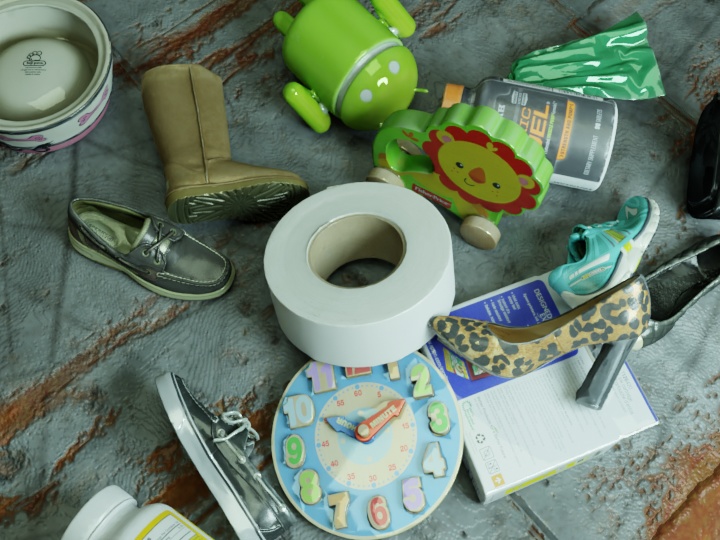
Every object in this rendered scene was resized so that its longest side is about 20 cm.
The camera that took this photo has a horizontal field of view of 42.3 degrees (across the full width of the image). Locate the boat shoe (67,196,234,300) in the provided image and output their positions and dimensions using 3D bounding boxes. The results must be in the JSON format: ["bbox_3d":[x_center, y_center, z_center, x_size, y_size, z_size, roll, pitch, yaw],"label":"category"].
[{"bbox_3d":[-0.235,-0.027,1.022,0.198,0.066,0.073,21,65,8],"label":"boat shoe"}]

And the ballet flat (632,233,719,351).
[{"bbox_3d":[0.342,0.017,1.022,0.199,0.057,0.067,-37,70,-17],"label":"ballet flat"}]

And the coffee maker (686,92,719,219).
[{"bbox_3d":[0.478,-0.092,1.035,0.196,0.135,0.195,5,65,1],"label":"coffee maker"}]

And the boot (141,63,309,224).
[{"bbox_3d":[-0.159,-0.155,1.085,0.172,0.066,0.202,-3,56,-19],"label":"boot"}]

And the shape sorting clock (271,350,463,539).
[{"bbox_3d":[0.005,0.166,0.938,0.196,0.039,0.203,-5,66,10],"label":"shape sorting clock"}]

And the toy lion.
[{"bbox_3d":[0.105,-0.115,1.003,0.198,0.192,0.069,27,66,12],"label":"toy lion"}]

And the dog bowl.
[{"bbox_3d":[-0.387,-0.229,1.110,0.196,0.074,0.203,0,65,-1],"label":"dog bowl"}]

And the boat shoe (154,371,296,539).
[{"bbox_3d":[-0.133,0.177,0.923,0.068,0.074,0.200,-32,70,-11],"label":"boat shoe"}]

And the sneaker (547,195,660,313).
[{"bbox_3d":[0.266,-0.028,1.006,0.079,0.078,0.200,34,47,10],"label":"sneaker"}]

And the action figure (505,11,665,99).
[{"bbox_3d":[0.259,-0.241,1.143,0.197,0.055,0.120,-12,67,1],"label":"action figure"}]

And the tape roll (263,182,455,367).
[{"bbox_3d":[0.000,0.000,0.982,0.199,0.071,0.205,-5,48,6],"label":"tape roll"}]

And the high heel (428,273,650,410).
[{"bbox_3d":[0.178,0.040,0.916,0.197,0.072,0.144,20,110,-1],"label":"high heel"}]

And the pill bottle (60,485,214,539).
[{"bbox_3d":[-0.175,0.288,0.850,0.198,0.113,0.113,32,68,14],"label":"pill bottle"}]

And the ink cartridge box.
[{"bbox_3d":[0.177,0.114,0.981,0.197,0.047,0.200,-18,65,-12],"label":"ink cartridge box"}]

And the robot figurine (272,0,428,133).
[{"bbox_3d":[-0.014,-0.249,1.105,0.176,0.116,0.200,-45,73,4],"label":"robot figurine"}]

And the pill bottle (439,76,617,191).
[{"bbox_3d":[0.187,-0.162,1.076,0.197,0.107,0.108,12,65,5],"label":"pill bottle"}]
